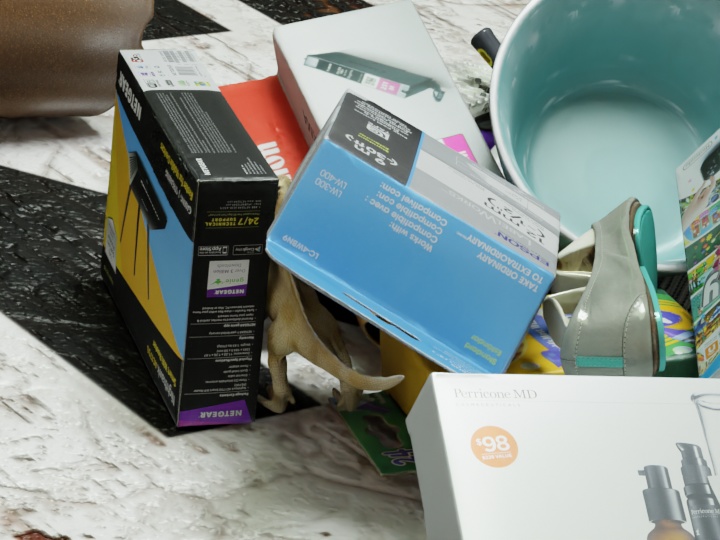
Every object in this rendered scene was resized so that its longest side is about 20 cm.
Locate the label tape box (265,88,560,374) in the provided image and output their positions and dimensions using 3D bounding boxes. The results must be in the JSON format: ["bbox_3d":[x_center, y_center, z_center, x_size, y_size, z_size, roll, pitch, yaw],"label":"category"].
[{"bbox_3d":[0.031,-0.018,1.543,0.143,0.066,0.200,31,13,-4],"label":"label tape box"}]

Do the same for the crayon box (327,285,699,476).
[{"bbox_3d":[0.092,0.058,1.605,0.200,0.052,0.126,-7,19,-13],"label":"crayon box"}]

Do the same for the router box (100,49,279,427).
[{"bbox_3d":[-0.099,-0.022,1.647,0.051,0.149,0.200,-2,25,-17],"label":"router box"}]

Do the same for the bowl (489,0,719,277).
[{"bbox_3d":[0.166,-0.075,1.744,0.201,0.201,0.105,3,-21,-8],"label":"bowl"}]

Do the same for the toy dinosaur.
[{"bbox_3d":[-0.032,0.032,1.573,0.058,0.101,0.200,-17,42,-11],"label":"toy dinosaur"}]

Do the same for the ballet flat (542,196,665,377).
[{"bbox_3d":[0.130,0.008,1.566,0.064,0.067,0.200,-5,19,6],"label":"ballet flat"}]

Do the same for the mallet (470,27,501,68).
[{"bbox_3d":[0.140,-0.076,1.847,0.041,0.200,0.066,-36,-1,-19],"label":"mallet"}]

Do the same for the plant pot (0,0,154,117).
[{"bbox_3d":[-0.258,-0.182,1.934,0.198,0.200,0.200,3,22,-36],"label":"plant pot"}]

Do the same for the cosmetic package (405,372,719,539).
[{"bbox_3d":[0.133,0.126,1.432,0.200,0.052,0.151,1,53,-18],"label":"cosmetic package"}]

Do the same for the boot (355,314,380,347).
[{"bbox_3d":[0.000,0.001,1.736,0.201,0.071,0.144,12,23,-2],"label":"boot"}]

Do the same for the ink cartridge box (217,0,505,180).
[{"bbox_3d":[-0.022,-0.075,1.748,0.173,0.044,0.200,-12,44,-12],"label":"ink cartridge box"}]

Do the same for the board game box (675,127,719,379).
[{"bbox_3d":[0.245,-0.028,1.559,0.064,0.148,0.200,32,32,-21],"label":"board game box"}]

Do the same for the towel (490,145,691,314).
[{"bbox_3d":[0.187,-0.065,1.813,0.192,0.035,0.200,32,65,7],"label":"towel"}]

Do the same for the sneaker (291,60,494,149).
[{"bbox_3d":[0.030,-0.068,1.869,0.070,0.100,0.200,27,30,36],"label":"sneaker"}]
